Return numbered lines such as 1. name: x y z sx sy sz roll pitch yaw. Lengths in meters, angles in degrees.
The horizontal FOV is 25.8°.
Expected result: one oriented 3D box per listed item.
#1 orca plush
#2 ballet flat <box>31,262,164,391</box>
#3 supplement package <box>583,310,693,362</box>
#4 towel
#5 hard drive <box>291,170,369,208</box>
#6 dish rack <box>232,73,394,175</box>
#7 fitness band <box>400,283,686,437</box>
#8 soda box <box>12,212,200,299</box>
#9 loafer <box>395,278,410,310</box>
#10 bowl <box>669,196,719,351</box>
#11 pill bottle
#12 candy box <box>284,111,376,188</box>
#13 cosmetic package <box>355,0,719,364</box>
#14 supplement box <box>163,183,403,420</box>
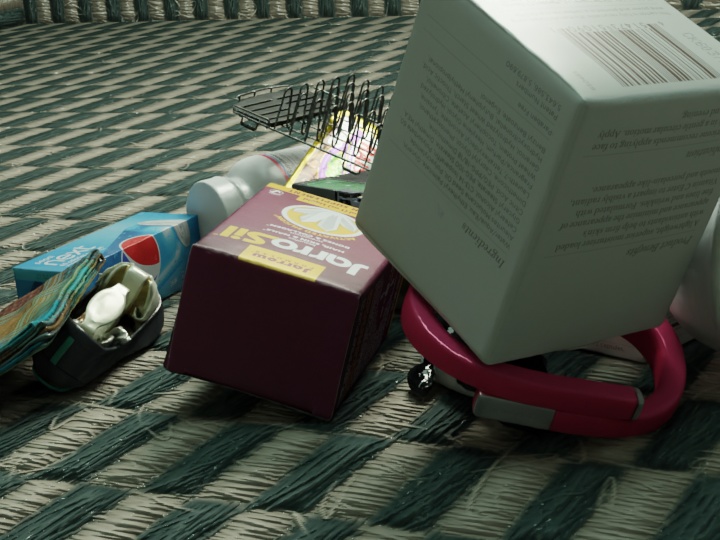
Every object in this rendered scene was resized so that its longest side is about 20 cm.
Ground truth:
1. orca plush: 0.084 0.054 1.122 0.105 0.071 0.200 -5 16 0
2. ballet flat: -0.198 0.035 1.268 0.073 0.073 0.200 0 18 16
3. supplement package: 0.190 -0.015 1.267 0.156 0.111 0.200 -19 20 -41
4. towel: -0.277 0.050 1.218 0.147 0.022 0.200 -31 14 12
5. hard drive: 0.055 -0.063 1.374 0.140 0.038 0.200 10 15 38
6. dish rack: -0.008 -0.138 1.417 0.200 0.055 0.153 24 22 24
7. fitness band: 0.125 0.047 1.059 0.200 0.037 0.144 11 36 -10
8. soda box: -0.222 0.002 1.413 0.068 0.064 0.200 3 18 26
9. loafer: 0.000 0.000 1.339 0.200 0.071 0.073 -9 16 -16
10. bowl: 0.265 -0.030 1.126 0.090 0.201 0.201 11 22 39
11. pill bottle: -0.063 -0.065 1.521 0.200 0.109 0.109 -16 19 -34
12. candy box: -0.016 -0.067 1.452 0.102 0.026 0.200 31 46 -1
13. cosmetic package: 0.125 -0.074 1.024 0.165 0.200 0.165 -9 42 -35
14. supplement box: -0.048 0.017 1.182 0.131 0.103 0.200 17 20 8
